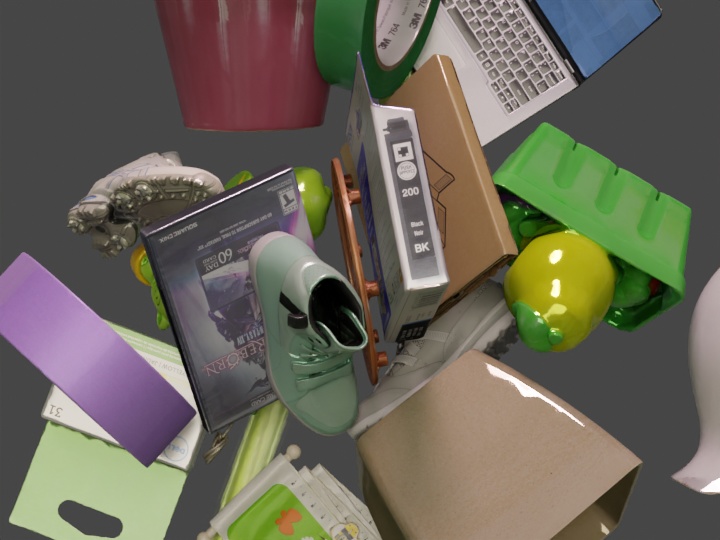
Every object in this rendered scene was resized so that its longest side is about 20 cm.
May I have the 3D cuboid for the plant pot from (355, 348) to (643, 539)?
[{"bbox_3d":[0.101,0.191,1.551,0.200,0.200,0.177,-38,70,-14],"label":"plant pot"}]

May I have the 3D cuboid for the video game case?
[{"bbox_3d":[-0.097,0.025,1.544,0.142,0.019,0.201,-26,119,-20],"label":"video game case"}]

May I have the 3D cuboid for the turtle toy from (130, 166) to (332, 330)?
[{"bbox_3d":[-0.110,-0.020,1.613,0.200,0.146,0.101,-49,117,-5],"label":"turtle toy"}]

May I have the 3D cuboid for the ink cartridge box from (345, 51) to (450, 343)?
[{"bbox_3d":[0.028,-0.057,1.492,0.043,0.198,0.201,-10,77,-6],"label":"ink cartridge box"}]

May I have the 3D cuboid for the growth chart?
[{"bbox_3d":[-0.036,0.259,1.631,0.200,0.018,0.145,37,85,5],"label":"growth chart"}]

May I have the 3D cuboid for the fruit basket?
[{"bbox_3d":[0.178,-0.002,1.582,0.214,0.156,0.217,5,72,-15],"label":"fruit basket"}]

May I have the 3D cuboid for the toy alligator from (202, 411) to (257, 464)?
[{"bbox_3d":[-0.090,0.084,1.630,0.054,0.059,0.200,42,84,4],"label":"toy alligator"}]

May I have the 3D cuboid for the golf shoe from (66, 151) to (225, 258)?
[{"bbox_3d":[-0.180,-0.077,1.592,0.078,0.199,0.097,47,56,-28],"label":"golf shoe"}]

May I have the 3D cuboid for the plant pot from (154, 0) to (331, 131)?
[{"bbox_3d":[-0.097,-0.219,1.613,0.199,0.200,0.180,-2,99,-1],"label":"plant pot"}]

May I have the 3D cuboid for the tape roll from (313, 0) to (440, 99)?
[{"bbox_3d":[0.022,-0.253,1.577,0.048,0.200,0.201,19,83,18],"label":"tape roll"}]

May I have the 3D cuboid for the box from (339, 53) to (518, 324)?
[{"bbox_3d":[0.055,-0.063,1.587,0.021,0.163,0.201,1,61,-38],"label":"box"}]

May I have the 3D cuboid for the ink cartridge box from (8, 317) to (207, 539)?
[{"bbox_3d":[-0.221,0.156,1.628,0.145,0.048,0.201,20,81,1],"label":"ink cartridge box"}]

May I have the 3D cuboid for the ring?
[{"bbox_3d":[0.000,0.000,1.570,0.019,0.200,0.202,-11,83,-3],"label":"ring"}]

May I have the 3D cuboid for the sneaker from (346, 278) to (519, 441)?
[{"bbox_3d":[0.061,0.079,1.638,0.200,0.075,0.082,-39,65,-8],"label":"sneaker"}]

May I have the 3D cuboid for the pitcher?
[{"bbox_3d":[0.372,0.101,1.615,0.171,0.121,0.201,7,93,-20],"label":"pitcher"}]

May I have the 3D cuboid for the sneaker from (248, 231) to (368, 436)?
[{"bbox_3d":[-0.031,0.074,1.518,0.074,0.118,0.201,-28,120,-18],"label":"sneaker"}]

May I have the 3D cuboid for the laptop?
[{"bbox_3d":[0.135,-0.245,1.645,0.199,0.116,0.188,-32,84,-4],"label":"laptop"}]

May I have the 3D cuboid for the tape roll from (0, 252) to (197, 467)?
[{"bbox_3d":[-0.231,0.076,1.514,0.200,0.200,0.066,42,82,4],"label":"tape roll"}]
